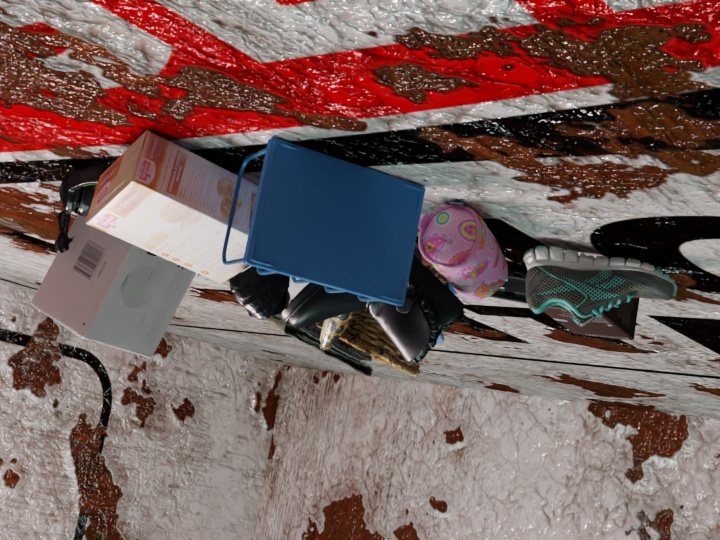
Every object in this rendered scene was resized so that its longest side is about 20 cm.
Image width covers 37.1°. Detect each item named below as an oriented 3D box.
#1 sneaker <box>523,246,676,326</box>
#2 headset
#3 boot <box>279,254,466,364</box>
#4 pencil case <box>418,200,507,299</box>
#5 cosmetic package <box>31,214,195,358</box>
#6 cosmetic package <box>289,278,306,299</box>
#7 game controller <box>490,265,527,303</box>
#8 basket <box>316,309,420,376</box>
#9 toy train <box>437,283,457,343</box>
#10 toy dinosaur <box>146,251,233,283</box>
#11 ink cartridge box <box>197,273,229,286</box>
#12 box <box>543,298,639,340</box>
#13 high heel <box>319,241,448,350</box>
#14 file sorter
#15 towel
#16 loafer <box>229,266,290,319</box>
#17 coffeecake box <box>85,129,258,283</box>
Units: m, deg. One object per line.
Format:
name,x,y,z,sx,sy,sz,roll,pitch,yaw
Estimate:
sneaker,0.304,0.029,1.381,0.196,0.093,0.078,8,171,18
headset,-0.373,-0.088,1.512,0.198,0.096,0.122,-15,155,42
boot,0.018,0.055,1.372,0.169,0.199,0.076,51,180,2
pencil case,0.131,-0.022,1.360,0.086,0.089,0.200,7,169,21
cosmetic package,-0.368,0.008,1.660,0.122,0.202,0.200,27,177,25
cosmetic package,-0.115,-0.015,1.571,0.101,0.075,0.199,30,157,-18
game controller,0.204,0.012,1.624,0.196,0.043,0.105,10,155,4
basket,0.001,0.099,1.797,0.140,0.152,0.199,-5,-171,-23
toy train,0.084,0.034,1.591,0.112,0.088,0.201,21,157,14
toy dinosaur,-0.222,-0.040,1.558,0.198,0.104,0.135,18,171,36
ink cartridge box,-0.195,0.011,2.009,0.196,0.041,0.199,14,170,-15
box,0.329,0.044,1.537,0.098,0.077,0.199,5,170,29
high heel,0.034,0.047,1.481,0.141,0.203,0.072,25,-165,-7
file sorter,-0.048,-0.049,1.246,0.197,0.142,0.122,16,170,-25
towel,-0.086,0.094,1.700,0.191,0.035,0.199,31,178,-33
loafer,-0.124,0.025,1.394,0.067,0.071,0.201,-29,-177,6
coffeecake box,-0.215,-0.072,1.322,0.198,0.074,0.153,25,151,-27
